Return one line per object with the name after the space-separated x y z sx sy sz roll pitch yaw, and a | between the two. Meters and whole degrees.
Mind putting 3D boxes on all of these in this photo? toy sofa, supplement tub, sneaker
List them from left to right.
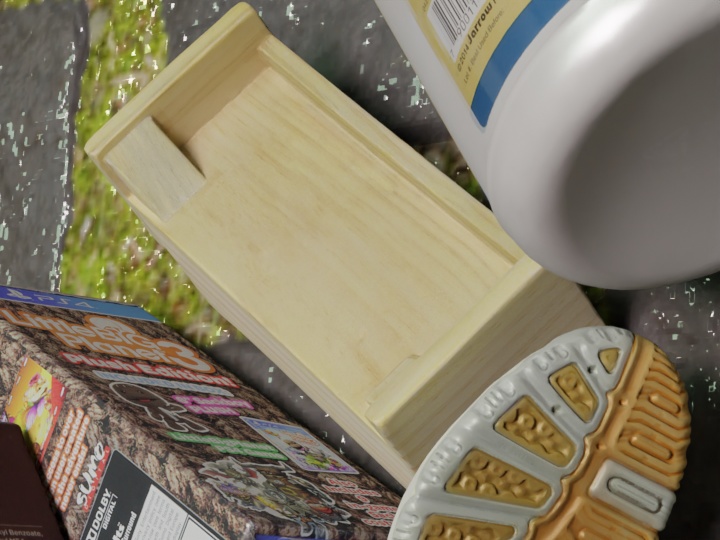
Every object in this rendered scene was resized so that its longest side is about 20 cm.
0.000 0.000 0.851 0.083 0.098 0.200 -44 47 -6 | toy sofa
0.029 0.102 0.765 0.201 0.075 0.088 -59 8 2 | sneaker
0.071 -0.110 0.757 0.145 0.144 0.200 -46 51 25 | supplement tub

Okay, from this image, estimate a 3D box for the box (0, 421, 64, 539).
-0.130 0.154 0.785 0.100 0.075 0.201 -47 55 31 | box

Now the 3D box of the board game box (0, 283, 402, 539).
-0.087 0.117 0.867 0.200 0.097 0.160 33 107 44 | board game box
